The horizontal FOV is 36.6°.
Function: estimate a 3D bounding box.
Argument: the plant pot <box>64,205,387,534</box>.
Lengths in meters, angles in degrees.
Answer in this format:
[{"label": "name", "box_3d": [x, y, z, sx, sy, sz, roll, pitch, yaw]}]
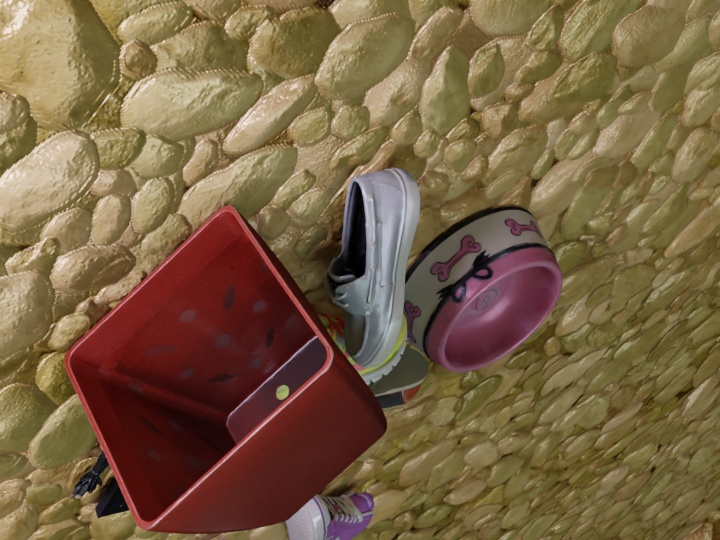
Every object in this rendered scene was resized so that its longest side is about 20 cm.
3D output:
[{"label": "plant pot", "box_3d": [-0.095, 0.105, 0.925, 0.200, 0.200, 0.176, -42, 141, 5]}]

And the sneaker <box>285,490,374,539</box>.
[{"label": "sneaker", "box_3d": [-0.036, 0.302, 1.373, 0.114, 0.073, 0.201, -31, 157, -18]}]

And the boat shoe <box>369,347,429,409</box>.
[{"label": "boat shoe", "box_3d": [-0.018, 0.129, 1.172, 0.200, 0.071, 0.063, -9, 149, -33]}]

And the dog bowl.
[{"label": "dog bowl", "box_3d": [0.135, 0.029, 1.194, 0.200, 0.074, 0.200, -25, 145, -19]}]

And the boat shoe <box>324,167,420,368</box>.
[{"label": "boat shoe", "box_3d": [0.000, 0.000, 1.015, 0.071, 0.070, 0.201, -4, 116, -29]}]

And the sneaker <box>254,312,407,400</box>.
[{"label": "sneaker", "box_3d": [-0.030, 0.074, 1.090, 0.200, 0.078, 0.090, -30, 125, -34]}]

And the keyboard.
[{"label": "keyboard", "box_3d": [-0.215, 0.174, 1.078, 0.127, 0.021, 0.200, -2, 132, -51]}]
